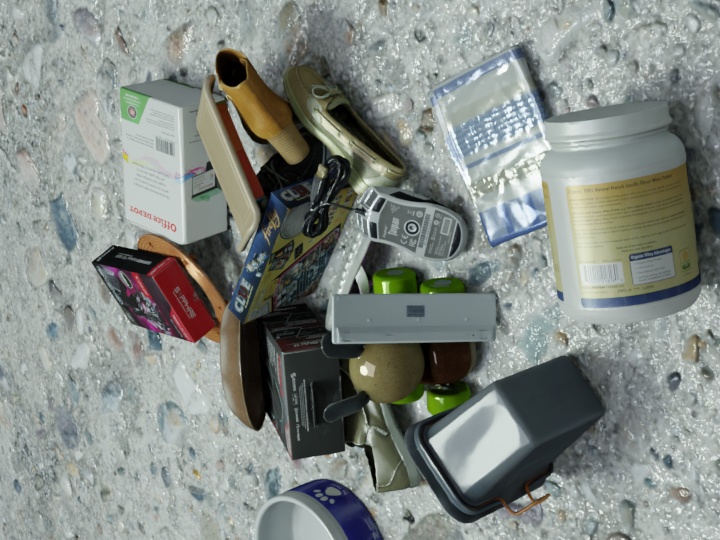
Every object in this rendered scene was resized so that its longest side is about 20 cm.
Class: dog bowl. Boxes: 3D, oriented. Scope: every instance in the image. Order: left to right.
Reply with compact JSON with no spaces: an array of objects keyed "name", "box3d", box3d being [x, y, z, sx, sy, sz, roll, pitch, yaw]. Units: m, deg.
[{"name":"dog bowl","box3d":[-0.057,0.398,1.914,0.200,0.079,0.201,20,118,42]}]

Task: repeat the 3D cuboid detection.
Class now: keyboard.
[{"name":"keyboard","box3d":[0.063,0.055,1.570,0.011,0.199,0.057,158,111,-72]}]

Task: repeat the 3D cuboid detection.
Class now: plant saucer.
[{"name":"plant saucer","box3d":[-0.159,0.118,1.849,0.036,0.200,0.201,-3,105,6]}]

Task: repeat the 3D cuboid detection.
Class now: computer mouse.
[{"name":"computer mouse","box3d":[0.034,-0.064,1.629,0.199,0.044,0.110,18,113,8]}]

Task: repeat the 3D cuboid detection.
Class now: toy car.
[{"name":"toy car","box3d":[0.024,0.105,1.623,0.157,0.200,0.165,12,112,45]}]

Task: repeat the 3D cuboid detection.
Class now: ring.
[{"name":"ring","box3d":[-0.250,0.024,1.987,0.200,0.019,0.201,37,152,23]}]

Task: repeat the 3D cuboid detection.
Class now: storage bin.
[{"name":"storage bin","box3d":[0.174,0.181,1.503,0.134,0.200,0.146,-45,70,36]}]

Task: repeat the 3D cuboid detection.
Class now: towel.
[{"name":"towel","box3d":[0.160,-0.137,1.520,0.147,0.024,0.201,-23,89,47]}]

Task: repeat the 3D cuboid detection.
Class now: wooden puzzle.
[{"name":"wooden puzzle","box3d":[-0.163,-0.133,1.727,0.185,0.037,0.201,142,110,-78]}]

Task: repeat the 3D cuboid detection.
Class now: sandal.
[{"name":"sandal","box3d":[-0.001,0.005,1.725,0.050,0.083,0.203,16,127,-5]}]

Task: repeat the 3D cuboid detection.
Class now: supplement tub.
[{"name":"supplement tub","box3d":[0.255,-0.059,1.351,0.144,0.144,0.201,3,106,47]}]

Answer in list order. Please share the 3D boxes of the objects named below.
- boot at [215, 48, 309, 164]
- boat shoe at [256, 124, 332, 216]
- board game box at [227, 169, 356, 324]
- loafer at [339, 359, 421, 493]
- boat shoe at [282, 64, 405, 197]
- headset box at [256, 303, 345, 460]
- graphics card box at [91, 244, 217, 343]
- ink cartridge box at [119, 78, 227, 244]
[{"name":"boot","box3d":[-0.134,-0.220,1.699,0.144,0.071,0.201,53,179,-30]},{"name":"boat shoe","box3d":[-0.095,-0.118,1.771,0.072,0.071,0.200,54,136,19]},{"name":"board game box","box3d":[-0.085,-0.032,1.742,0.035,0.135,0.200,43,132,23]},{"name":"loafer","box3d":[0.008,0.198,1.758,0.201,0.069,0.075,63,168,9]},{"name":"boat shoe","box3d":[-0.019,-0.179,1.669,0.063,0.073,0.201,-43,72,34]},{"name":"headset box","box3d":[-0.078,0.145,1.783,0.200,0.077,0.149,-131,35,-68]},{"name":"graphics card box","box3d":[-0.305,0.032,2.005,0.200,0.051,0.126,13,138,53]},{"name":"ink cartridge box","box3d":[-0.264,-0.156,1.933,0.145,0.084,0.201,22,120,42]}]
